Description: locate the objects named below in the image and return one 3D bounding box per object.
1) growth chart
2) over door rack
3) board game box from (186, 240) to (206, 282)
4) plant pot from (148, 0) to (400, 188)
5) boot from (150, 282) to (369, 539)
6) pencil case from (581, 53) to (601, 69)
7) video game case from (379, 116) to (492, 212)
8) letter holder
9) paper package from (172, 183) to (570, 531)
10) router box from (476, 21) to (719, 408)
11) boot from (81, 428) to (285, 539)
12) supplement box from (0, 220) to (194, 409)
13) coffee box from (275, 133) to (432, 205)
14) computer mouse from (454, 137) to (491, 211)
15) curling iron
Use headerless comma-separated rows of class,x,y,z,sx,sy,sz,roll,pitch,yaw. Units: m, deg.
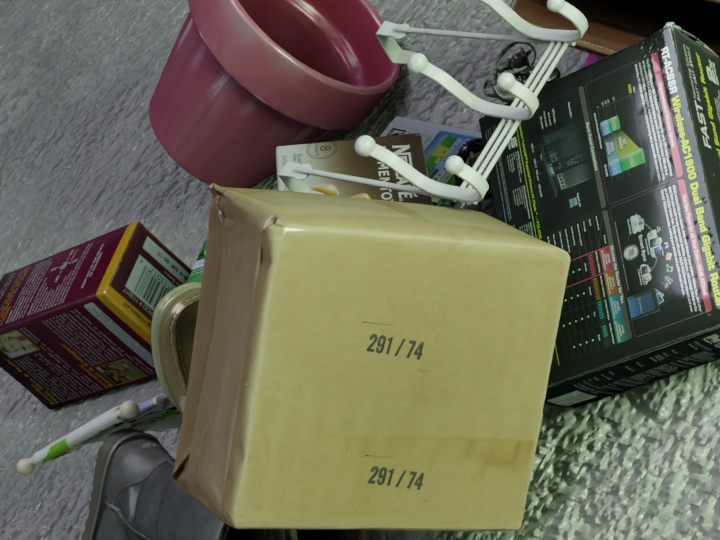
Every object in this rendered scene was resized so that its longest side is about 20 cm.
growth chart,-0.145,0.107,1.264,0.145,0.200,0.018,-30,77,36
over door rack,0.036,-0.115,1.088,0.200,0.067,0.148,3,54,53
board game box,-0.074,-0.005,1.384,0.200,0.023,0.105,-17,42,40
plant pot,-0.094,-0.177,1.516,0.179,0.200,0.200,-46,26,33
boot,-0.064,0.111,1.113,0.072,0.201,0.155,-26,25,-22
pencil case,0.198,-0.140,1.188,0.088,0.088,0.200,-12,44,44
video game case,0.022,-0.036,1.347,0.200,0.022,0.182,-52,30,-12
letter holder,0.211,-0.205,1.102,0.199,0.101,0.142,17,42,8
paper package,0.004,0.055,0.992,0.103,0.199,0.191,30,113,60
router box,0.163,-0.031,1.037,0.150,0.062,0.201,-23,64,35
boot,-0.121,0.206,1.126,0.200,0.072,0.183,18,110,50
supplement box,-0.240,0.043,1.491,0.200,0.110,0.086,-18,39,40
coffee box,0.000,0.000,1.200,0.114,0.080,0.200,-4,47,-1
computer mouse,0.092,-0.026,1.225,0.059,0.034,0.200,-35,34,32
curling iron,0.181,-0.124,1.111,0.199,0.026,0.050,5,60,10
